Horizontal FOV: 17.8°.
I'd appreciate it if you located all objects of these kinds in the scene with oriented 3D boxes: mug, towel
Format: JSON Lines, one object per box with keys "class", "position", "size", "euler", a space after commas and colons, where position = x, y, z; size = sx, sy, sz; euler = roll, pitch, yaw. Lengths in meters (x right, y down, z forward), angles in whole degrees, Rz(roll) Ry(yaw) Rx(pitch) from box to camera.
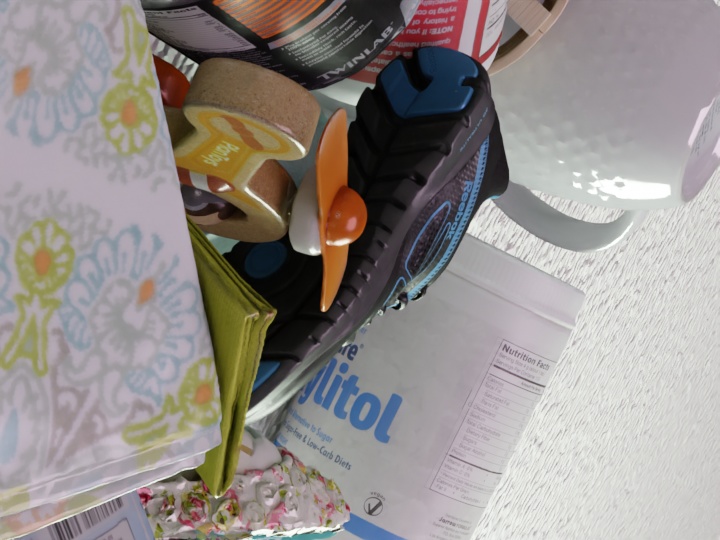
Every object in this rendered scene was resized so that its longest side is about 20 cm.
{"class": "mug", "position": [0.116, -0.094, 1.265], "size": [0.148, 0.175, 0.201], "euler": [-46, 155, -39]}
{"class": "towel", "position": [-0.091, -0.015, 0.821], "size": [0.018, 0.200, 0.086], "euler": [-17, 137, -30]}
{"class": "towel", "position": [-0.131, -0.009, 0.701], "size": [0.171, 0.048, 0.202], "euler": [-19, 103, -41]}

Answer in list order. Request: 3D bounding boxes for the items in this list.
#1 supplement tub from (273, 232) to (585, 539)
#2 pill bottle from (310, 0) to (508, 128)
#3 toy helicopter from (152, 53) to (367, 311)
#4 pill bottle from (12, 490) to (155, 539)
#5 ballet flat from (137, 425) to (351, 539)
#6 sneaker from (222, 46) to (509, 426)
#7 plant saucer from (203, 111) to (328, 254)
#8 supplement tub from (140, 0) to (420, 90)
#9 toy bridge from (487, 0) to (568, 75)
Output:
{"class": "supplement tub", "position": [0.033, 0.075, 1.341], "size": [0.201, 0.131, 0.132], "euler": [-65, 161, 2]}
{"class": "pill bottle", "position": [0.015, -0.147, 1.035], "size": [0.112, 0.112, 0.201], "euler": [-44, 154, -43]}
{"class": "toy helicopter", "position": [-0.048, -0.039, 0.858], "size": [0.079, 0.132, 0.200], "euler": [-68, -170, -13]}
{"class": "pill bottle", "position": [-0.118, 0.154, 0.882], "size": [0.109, 0.108, 0.201], "euler": [-31, 104, -56]}
{"class": "ballet flat", "position": [-0.090, 0.088, 0.994], "size": [0.199, 0.075, 0.064], "euler": [0, 100, -31]}
{"class": "sneaker", "position": [0.000, 0.000, 0.988], "size": [0.200, 0.073, 0.082], "euler": [-49, 141, -16]}
{"class": "plant saucer", "position": [-0.076, 0.011, 1.018], "size": [0.200, 0.039, 0.202], "euler": [-29, 143, -25]}
{"class": "supplement tub", "position": [-0.053, -0.144, 0.848], "size": [0.123, 0.122, 0.200], "euler": [-63, 161, 0]}
{"class": "toy bridge", "position": [0.070, -0.145, 1.160], "size": [0.200, 0.067, 0.027], "euler": [-47, -163, 7]}
